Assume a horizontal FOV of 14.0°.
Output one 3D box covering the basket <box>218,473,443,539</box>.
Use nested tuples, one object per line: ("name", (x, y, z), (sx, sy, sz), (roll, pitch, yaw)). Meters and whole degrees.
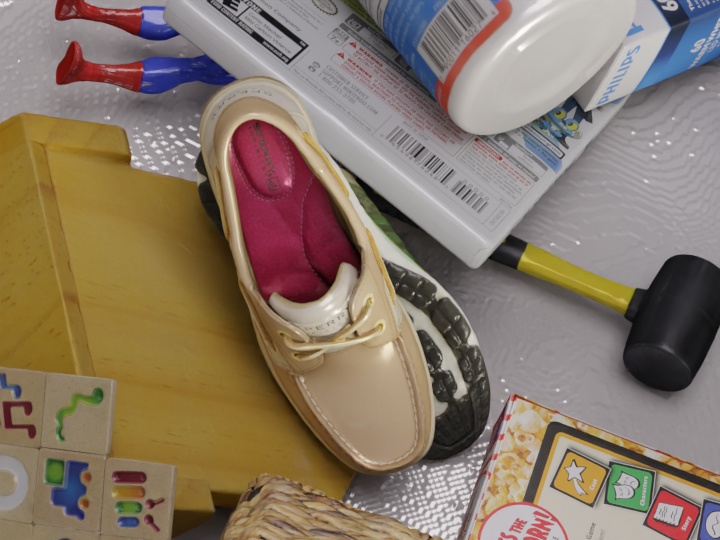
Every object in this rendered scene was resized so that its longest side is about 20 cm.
("basket", (0.012, 0.197, 1.269), (0.199, 0.149, 0.143), (20, 103, -1))

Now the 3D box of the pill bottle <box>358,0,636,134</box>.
("pill bottle", (0.038, -0.174, 1.456), (0.112, 0.112, 0.200), (-26, 67, -22))

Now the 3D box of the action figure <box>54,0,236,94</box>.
("action figure", (-0.053, -0.112, 1.492), (0.199, 0.052, 0.066), (6, 59, -21))

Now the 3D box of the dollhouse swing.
("dollhouse swing", (-0.131, 0.055, 1.405), (0.181, 0.176, 0.201), (-26, 64, 22))

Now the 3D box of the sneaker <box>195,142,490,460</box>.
("sneaker", (0.000, 0.000, 1.433), (0.077, 0.089, 0.200), (-32, 99, 13))

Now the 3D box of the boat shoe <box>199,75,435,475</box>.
("boat shoe", (-0.022, 0.010, 1.352), (0.073, 0.069, 0.201), (-25, 100, 3))

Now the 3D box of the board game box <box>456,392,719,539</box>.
("board game box", (0.138, 0.164, 1.395), (0.199, 0.046, 0.152), (22, 61, 0))

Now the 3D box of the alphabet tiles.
("alphabet tiles", (-0.174, 0.125, 1.298), (0.199, 0.006, 0.167), (5, 90, 23))

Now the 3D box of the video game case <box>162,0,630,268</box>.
("video game case", (0.022, -0.109, 1.485), (0.200, 0.022, 0.182), (38, 40, 5))

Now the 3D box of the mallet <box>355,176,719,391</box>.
("mallet", (0.085, 0.003, 1.477), (0.199, 0.041, 0.066), (17, 57, 2))

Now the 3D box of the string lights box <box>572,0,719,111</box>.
("string lights box", (0.174, -0.167, 1.548), (0.199, 0.059, 0.103), (-22, 67, -31))
